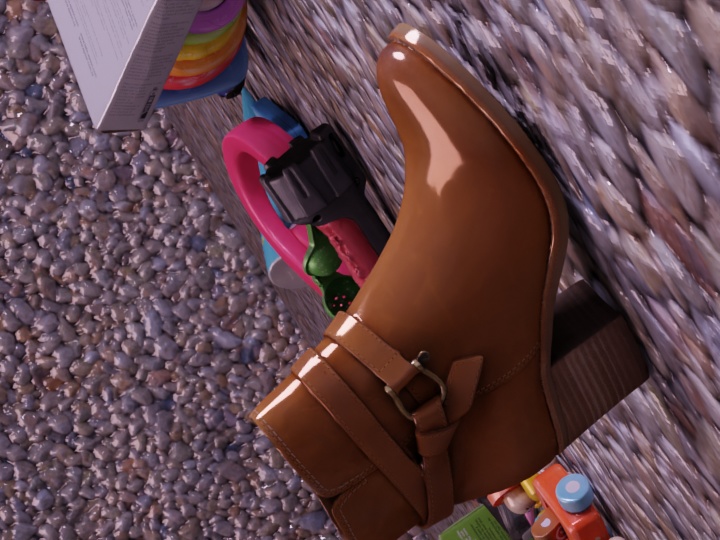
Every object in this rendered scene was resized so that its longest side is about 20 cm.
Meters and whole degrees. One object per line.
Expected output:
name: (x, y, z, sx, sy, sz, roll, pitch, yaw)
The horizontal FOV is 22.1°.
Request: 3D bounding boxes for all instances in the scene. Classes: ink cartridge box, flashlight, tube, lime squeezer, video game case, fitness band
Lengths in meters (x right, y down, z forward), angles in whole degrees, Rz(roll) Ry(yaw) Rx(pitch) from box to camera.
ink cartridge box: (0.143, 0.305, 1.763, 0.148, 0.076, 0.200, 56, 173, 13)
flashlight: (0.000, 0.000, 1.297, 0.200, 0.068, 0.068, 55, -150, -22)
tube: (-0.074, -0.075, 1.627, 0.078, 0.050, 0.201, 71, -177, -51)
lime squeezer: (-0.015, 0.007, 1.366, 0.200, 0.038, 0.071, 60, 171, -24)
video game case: (-0.023, -0.047, 1.544, 0.200, 0.018, 0.143, 60, 175, -20)
ink cartridge box: (-0.152, -0.224, 1.159, 0.200, 0.040, 0.200, -57, 48, 48)
fitness band: (-0.039, -0.042, 1.463, 0.200, 0.037, 0.144, 40, 157, 37)

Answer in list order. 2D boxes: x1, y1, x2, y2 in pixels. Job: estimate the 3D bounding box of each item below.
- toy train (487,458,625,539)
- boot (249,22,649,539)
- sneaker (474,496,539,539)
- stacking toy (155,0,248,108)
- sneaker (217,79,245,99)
toy train: (0.135, 0.185, 1.242, 0.150, 0.055, 0.200, 53, 173, 44)
boot: (0.016, 0.014, 0.769, 0.200, 0.155, 0.077, 60, 174, -27)
sneaker: (0.063, 0.140, 1.443, 0.200, 0.095, 0.079, 53, 172, 27)
stacking toy: (-0.115, -0.187, 1.221, 0.200, 0.109, 0.117, 151, 101, -73)
sneaker: (-0.154, -0.214, 1.442, 0.200, 0.078, 0.075, 57, 176, 11)
